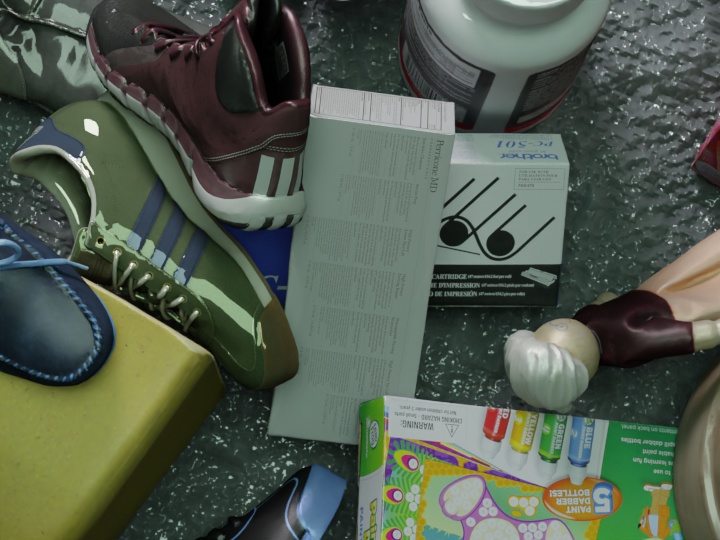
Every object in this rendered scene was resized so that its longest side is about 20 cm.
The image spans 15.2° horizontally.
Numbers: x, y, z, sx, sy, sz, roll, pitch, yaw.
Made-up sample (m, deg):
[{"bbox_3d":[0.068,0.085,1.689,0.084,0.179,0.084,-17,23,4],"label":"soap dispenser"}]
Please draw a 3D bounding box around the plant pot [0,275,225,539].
[{"bbox_3d":[-0.208,0.091,1.464,0.195,0.194,0.200,30,83,4],"label":"plant pot"}]

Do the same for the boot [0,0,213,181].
[{"bbox_3d":[-0.137,-0.152,1.579,0.199,0.073,0.182,18,90,7],"label":"boot"}]

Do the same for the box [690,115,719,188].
[{"bbox_3d":[0.290,-0.125,1.584,0.095,0.100,0.200,33,77,5],"label":"box"}]

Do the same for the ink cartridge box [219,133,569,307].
[{"bbox_3d":[0.017,-0.029,1.548,0.199,0.044,0.094,0,117,-4],"label":"ink cartridge box"}]

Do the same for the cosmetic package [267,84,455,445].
[{"bbox_3d":[0.000,0.000,1.506,0.082,0.051,0.201,8,116,0],"label":"cosmetic package"}]

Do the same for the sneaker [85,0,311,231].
[{"bbox_3d":[-0.077,-0.122,1.461,0.075,0.116,0.200,-12,45,-35],"label":"sneaker"}]

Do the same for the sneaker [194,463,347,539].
[{"bbox_3d":[-0.091,0.178,1.505,0.078,0.070,0.200,38,78,-1],"label":"sneaker"}]

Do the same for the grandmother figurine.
[{"bbox_3d":[0.165,0.026,1.534,0.200,0.121,0.061,-23,97,-27],"label":"grandmother figurine"}]

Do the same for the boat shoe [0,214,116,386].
[{"bbox_3d":[-0.215,-0.005,1.346,0.200,0.069,0.084,31,88,4],"label":"boat shoe"}]

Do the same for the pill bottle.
[{"bbox_3d":[0.083,-0.154,1.526,0.110,0.200,0.111,1,76,-4],"label":"pill bottle"}]

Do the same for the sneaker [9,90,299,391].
[{"bbox_3d":[-0.122,-0.006,1.495,0.090,0.067,0.200,-25,74,-29],"label":"sneaker"}]

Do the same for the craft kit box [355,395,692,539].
[{"bbox_3d":[0.092,0.178,1.501,0.199,0.048,0.198,6,79,-21],"label":"craft kit box"}]

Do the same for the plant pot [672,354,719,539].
[{"bbox_3d":[0.296,0.105,1.475,0.199,0.174,0.201,4,76,-17],"label":"plant pot"}]
